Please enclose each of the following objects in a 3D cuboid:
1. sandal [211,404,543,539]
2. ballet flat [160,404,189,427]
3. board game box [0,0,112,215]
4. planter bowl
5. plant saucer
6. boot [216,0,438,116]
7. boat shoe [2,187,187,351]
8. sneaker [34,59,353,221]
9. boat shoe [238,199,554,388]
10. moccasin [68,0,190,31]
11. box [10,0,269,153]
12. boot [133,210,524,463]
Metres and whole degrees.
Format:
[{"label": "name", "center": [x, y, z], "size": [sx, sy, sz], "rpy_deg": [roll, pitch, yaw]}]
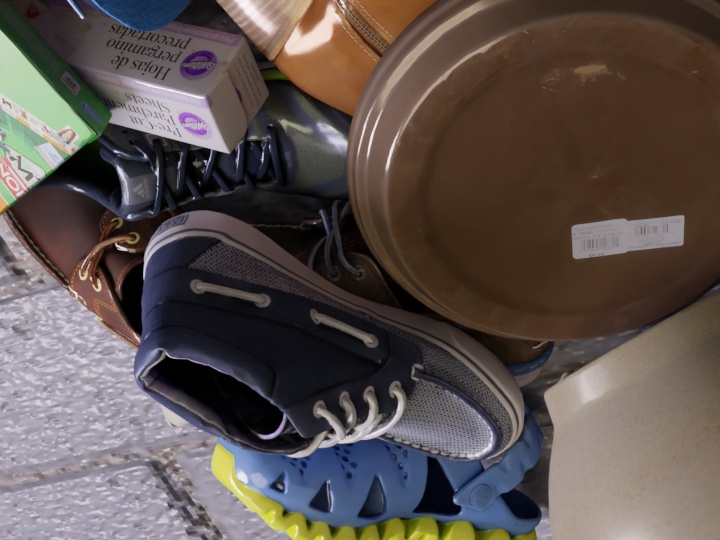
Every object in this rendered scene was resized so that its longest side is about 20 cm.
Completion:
[{"label": "sandal", "center": [0.016, 0.094, 1.049], "size": [0.079, 0.199, 0.087], "rpy_deg": [37, 110, 50]}, {"label": "ballet flat", "center": [-0.061, 0.067, 1.106], "size": [0.200, 0.070, 0.067], "rpy_deg": [39, 140, -5]}, {"label": "board game box", "center": [-0.227, -0.100, 0.951], "size": [0.134, 0.029, 0.200], "rpy_deg": [-36, 105, 20]}, {"label": "planter bowl", "center": [0.163, 0.083, 0.941], "size": [0.200, 0.200, 0.135], "rpy_deg": [-36, 81, 41]}, {"label": "plant saucer", "center": [0.094, -0.044, 0.913], "size": [0.199, 0.030, 0.201], "rpy_deg": [-3, 127, -4]}, {"label": "boot", "center": [0.037, -0.128, 0.898], "size": [0.155, 0.077, 0.200], "rpy_deg": [40, 128, -13]}, {"label": "boat shoe", "center": [-0.103, 0.001, 1.050], "size": [0.200, 0.070, 0.071], "rpy_deg": [34, 96, 11]}, {"label": "sneaker", "center": [-0.078, -0.054, 1.009], "size": [0.199, 0.081, 0.074], "rpy_deg": [5, 129, 21]}, {"label": "boat shoe", "center": [0.000, 0.000, 1.001], "size": [0.199, 0.072, 0.072], "rpy_deg": [8, 141, -9]}, {"label": "moccasin", "center": [-0.127, -0.175, 0.853], "size": [0.068, 0.081, 0.200], "rpy_deg": [31, 166, 35]}, {"label": "box", "center": [-0.137, -0.101, 0.990], "size": [0.199, 0.039, 0.041], "rpy_deg": [16, 150, 28]}, {"label": "boot", "center": [-0.014, 0.056, 0.944], "size": [0.200, 0.091, 0.073], "rpy_deg": [27, 128, -19]}]
